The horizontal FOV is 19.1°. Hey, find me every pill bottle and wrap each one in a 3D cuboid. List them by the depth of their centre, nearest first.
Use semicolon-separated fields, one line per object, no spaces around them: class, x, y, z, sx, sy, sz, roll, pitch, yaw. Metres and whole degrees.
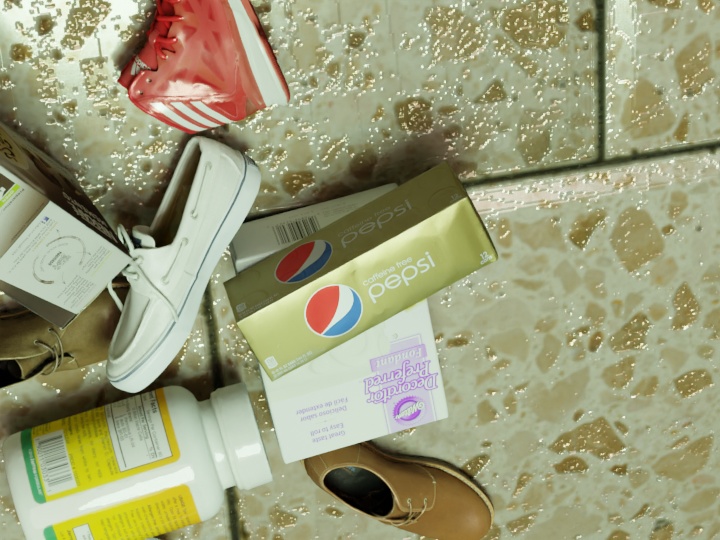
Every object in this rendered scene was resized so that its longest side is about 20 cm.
pill bottle;-0.176;0.158;1.718;0.199;0.113;0.113;-17;122;-4

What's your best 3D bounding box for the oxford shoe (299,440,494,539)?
oxford shoe;0.034;0.196;1.818;0.199;0.071;0.072;24;110;-27

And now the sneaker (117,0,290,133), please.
sneaker;-0.136;-0.179;1.555;0.115;0.078;0.201;-26;121;0

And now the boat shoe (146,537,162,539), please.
boat shoe;-0.228;0.300;1.823;0.200;0.071;0.070;-39;148;6

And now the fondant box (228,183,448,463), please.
fondant box;-0.017;0.044;1.724;0.143;0.058;0.201;-15;123;-5

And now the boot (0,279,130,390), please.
boot;-0.241;0.061;1.669;0.199;0.076;0.074;-12;117;-10

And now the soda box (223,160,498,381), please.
soda box;0.000;0.000;1.630;0.199;0.068;0.064;-29;121;3

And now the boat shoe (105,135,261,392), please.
boat shoe;-0.156;-0.011;1.620;0.086;0.075;0.203;29;91;-35

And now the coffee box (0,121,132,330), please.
coffee box;-0.265;-0.052;1.529;0.080;0.113;0.200;-44;144;5
